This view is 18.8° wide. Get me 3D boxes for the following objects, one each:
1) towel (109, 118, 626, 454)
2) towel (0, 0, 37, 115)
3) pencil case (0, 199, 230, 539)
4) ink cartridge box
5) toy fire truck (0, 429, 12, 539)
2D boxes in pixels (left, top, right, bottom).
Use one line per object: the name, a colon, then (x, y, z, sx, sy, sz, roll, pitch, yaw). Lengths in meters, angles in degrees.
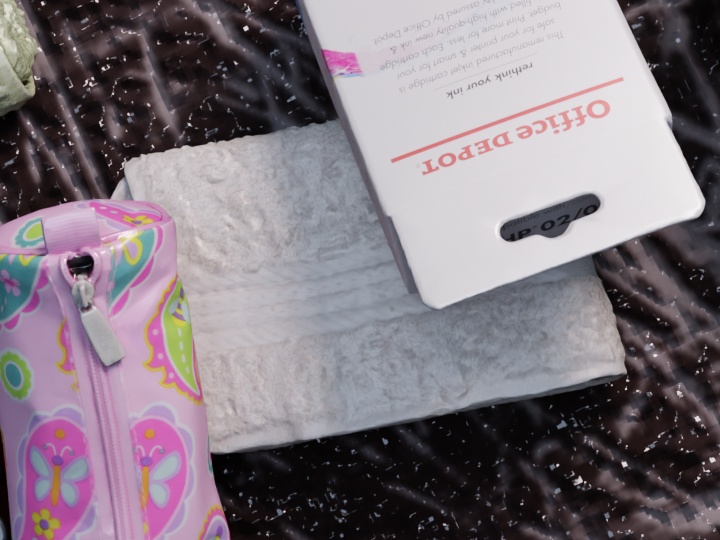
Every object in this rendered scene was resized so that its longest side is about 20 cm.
towel: (0.000, 0.000, 0.902, 0.199, 0.034, 0.133, -12, 81, 5)
towel: (-0.238, -0.134, 0.950, 0.148, 0.036, 0.201, -26, 79, 3)
pencil case: (-0.099, 0.070, 0.852, 0.087, 0.087, 0.201, -6, 100, 6)
ink cartridge box: (0.049, -0.070, 0.856, 0.115, 0.068, 0.201, -19, 61, -1)
toy fire truck: (-0.209, 0.094, 0.885, 0.140, 0.049, 0.201, -6, 88, 3)
